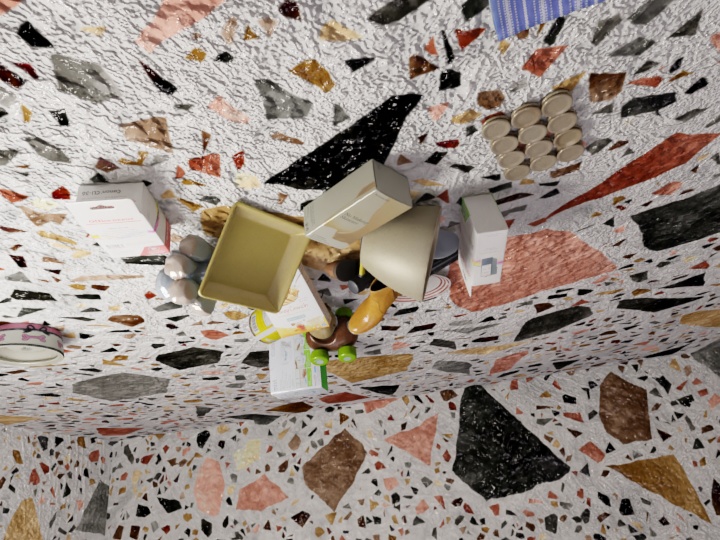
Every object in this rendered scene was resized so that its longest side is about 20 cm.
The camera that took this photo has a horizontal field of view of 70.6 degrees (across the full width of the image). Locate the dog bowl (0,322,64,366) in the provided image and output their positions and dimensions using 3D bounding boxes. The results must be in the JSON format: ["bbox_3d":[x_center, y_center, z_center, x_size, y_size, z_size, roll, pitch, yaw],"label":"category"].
[{"bbox_3d":[-0.951,0.210,1.447,0.200,0.074,0.200,-5,154,-2],"label":"dog bowl"}]

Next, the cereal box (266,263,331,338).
[{"bbox_3d":[-0.177,0.071,1.269,0.144,0.040,0.200,-17,119,19],"label":"cereal box"}]

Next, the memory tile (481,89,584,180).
[{"bbox_3d":[0.308,-0.231,0.897,0.153,0.017,0.200,-19,152,23],"label":"memory tile"}]

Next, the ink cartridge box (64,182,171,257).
[{"bbox_3d":[-0.434,-0.099,0.929,0.116,0.068,0.200,-5,156,-5],"label":"ink cartridge box"}]

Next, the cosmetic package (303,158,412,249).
[{"bbox_3d":[-0.009,-0.121,0.983,0.105,0.071,0.200,17,146,-40],"label":"cosmetic package"}]

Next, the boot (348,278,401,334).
[{"bbox_3d":[0.034,0.069,1.233,0.201,0.071,0.144,-41,158,0],"label":"boot"}]

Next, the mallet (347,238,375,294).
[{"bbox_3d":[-0.001,-0.026,1.154,0.066,0.041,0.200,-38,146,-27],"label":"mallet"}]

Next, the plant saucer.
[{"bbox_3d":[-0.221,-0.025,1.056,0.200,0.200,0.048,20,-175,-43],"label":"plant saucer"}]

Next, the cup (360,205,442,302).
[{"bbox_3d":[0.081,-0.047,1.061,0.143,0.201,0.200,12,157,11],"label":"cup"}]

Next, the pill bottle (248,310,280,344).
[{"bbox_3d":[-0.218,0.126,1.411,0.109,0.109,0.200,16,147,-39],"label":"pill bottle"}]

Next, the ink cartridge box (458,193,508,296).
[{"bbox_3d":[0.258,-0.050,1.091,0.067,0.117,0.200,-9,138,-1],"label":"ink cartridge box"}]

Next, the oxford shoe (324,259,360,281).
[{"bbox_3d":[0.000,0.000,1.276,0.200,0.071,0.071,10,-179,-38],"label":"oxford shoe"}]

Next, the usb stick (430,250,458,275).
[{"bbox_3d":[0.178,-0.013,1.208,0.200,0.033,0.055,-27,162,-32],"label":"usb stick"}]

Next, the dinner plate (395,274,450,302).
[{"bbox_3d":[0.155,0.045,1.437,0.200,0.024,0.200,-5,155,-2],"label":"dinner plate"}]

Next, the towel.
[{"bbox_3d":[0.250,-0.361,0.599,0.200,0.024,0.145,-15,153,17],"label":"towel"}]

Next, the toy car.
[{"bbox_3d":[-0.091,0.152,1.464,0.158,0.164,0.200,-7,143,1],"label":"toy car"}]

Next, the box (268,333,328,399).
[{"bbox_3d":[-0.210,0.314,1.708,0.176,0.200,0.097,-11,155,7],"label":"box"}]

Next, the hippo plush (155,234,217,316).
[{"bbox_3d":[-0.365,-0.008,1.088,0.161,0.200,0.159,4,136,37],"label":"hippo plush"}]

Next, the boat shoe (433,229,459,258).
[{"bbox_3d":[0.129,-0.048,1.189,0.200,0.070,0.066,-17,-177,-2],"label":"boat shoe"}]
